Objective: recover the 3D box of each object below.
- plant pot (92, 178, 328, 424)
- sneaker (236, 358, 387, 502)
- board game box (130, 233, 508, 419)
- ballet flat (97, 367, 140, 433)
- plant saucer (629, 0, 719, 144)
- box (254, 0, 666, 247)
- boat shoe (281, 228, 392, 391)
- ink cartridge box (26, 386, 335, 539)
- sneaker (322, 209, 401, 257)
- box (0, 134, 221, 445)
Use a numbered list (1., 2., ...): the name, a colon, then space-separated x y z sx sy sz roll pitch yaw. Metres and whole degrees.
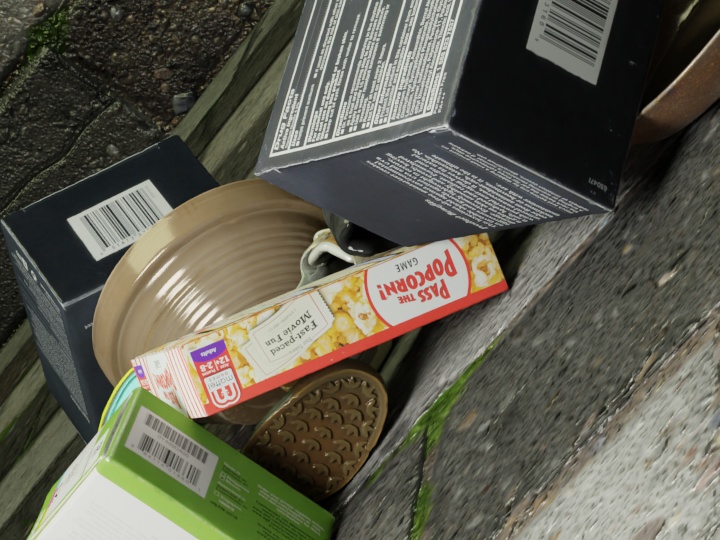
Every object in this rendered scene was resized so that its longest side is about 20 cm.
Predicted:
1. plant pot: -0.079 0.042 1.704 0.201 0.201 0.093 -51 52 15
2. sneaker: -0.056 0.124 1.514 0.200 0.067 0.090 -55 15 15
3. board game box: -0.029 0.033 1.472 0.200 0.046 0.151 -22 2 -16
4. ballet flat: -0.149 0.161 1.671 0.067 0.067 0.200 9 -94 -83
5. plant saucer: 0.197 -0.144 1.349 0.200 0.034 0.200 -51 11 13
6. box: 0.062 -0.132 1.349 0.198 0.123 0.200 -8 61 57
7. boat shoe: 0.000 0.000 1.623 0.075 0.068 0.200 -17 39 49
8. ink cartridge box: -0.134 0.188 1.438 0.200 0.148 0.076 -48 13 31
9. sneaker: 0.066 -0.065 1.493 0.200 0.076 0.091 -36 14 11
10. box: -0.160 0.027 1.784 0.148 0.107 0.200 -27 -40 -17
